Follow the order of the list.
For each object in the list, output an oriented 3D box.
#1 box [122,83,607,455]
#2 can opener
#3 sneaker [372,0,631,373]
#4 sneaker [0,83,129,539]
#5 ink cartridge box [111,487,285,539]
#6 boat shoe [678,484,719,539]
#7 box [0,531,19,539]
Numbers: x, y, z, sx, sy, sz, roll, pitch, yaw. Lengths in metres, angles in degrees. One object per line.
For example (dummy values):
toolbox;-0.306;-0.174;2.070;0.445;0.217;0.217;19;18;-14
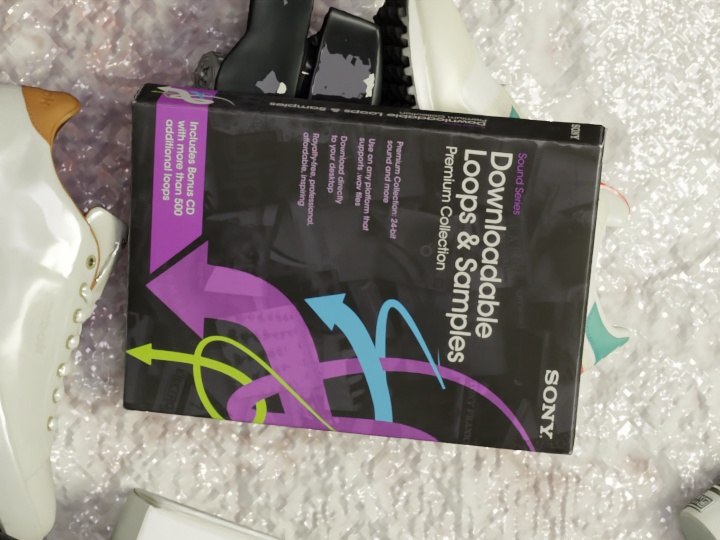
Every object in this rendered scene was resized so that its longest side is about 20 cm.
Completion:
box;0.000;0.000;1.038;0.200;0.036;0.143;5;110;4
can opener;-0.028;-0.137;1.065;0.078;0.063;0.200;4;93;-15
sneaker;0.067;-0.041;1.091;0.093;0.070;0.200;-17;100;-15
sneaker;-0.135;0.018;1.038;0.084;0.073;0.200;-7;91;-11
ink cartridge box;-0.063;0.211;1.053;0.145;0.083;0.200;21;87;-12
boat shoe;0.225;0.180;1.130;0.064;0.071;0.200;-31;96;-10
box;-0.168;0.202;0.962;0.198;0.050;0.200;21;72;14
